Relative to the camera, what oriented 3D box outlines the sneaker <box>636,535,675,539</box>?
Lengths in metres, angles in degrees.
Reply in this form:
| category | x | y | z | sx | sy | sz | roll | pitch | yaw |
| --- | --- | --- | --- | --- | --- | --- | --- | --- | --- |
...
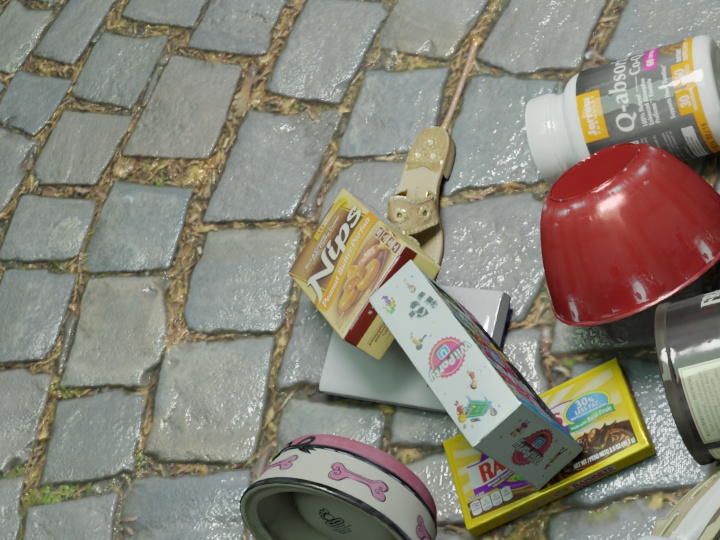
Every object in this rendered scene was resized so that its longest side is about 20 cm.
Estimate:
| category | x | y | z | sx | sy | sz | roll | pitch | yaw |
| --- | --- | --- | --- | --- | --- | --- | --- | --- | --- |
| sneaker | 0.313 | 0.272 | 1.111 | 0.197 | 0.071 | 0.074 | 10 | 101 | 7 |

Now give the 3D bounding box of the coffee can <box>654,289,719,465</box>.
| category | x | y | z | sx | sy | sz | roll | pitch | yaw |
| --- | --- | --- | --- | --- | --- | --- | --- | --- | --- |
| coffee can | 0.373 | 0.075 | 1.178 | 0.198 | 0.146 | 0.148 | -17 | 56 | 24 |

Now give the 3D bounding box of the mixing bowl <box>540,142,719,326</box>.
| category | x | y | z | sx | sy | sz | roll | pitch | yaw |
| --- | --- | --- | --- | --- | --- | --- | --- | --- | --- |
| mixing bowl | 0.246 | -0.049 | 1.294 | 0.199 | 0.109 | 0.200 | -30 | 17 | 11 |

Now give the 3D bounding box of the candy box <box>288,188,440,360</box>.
| category | x | y | z | sx | sy | sz | roll | pitch | yaw |
| --- | --- | --- | --- | --- | --- | --- | --- | --- | --- |
| candy box | 0.000 | 0.000 | 1.441 | 0.116 | 0.055 | 0.200 | -56 | 28 | 6 |

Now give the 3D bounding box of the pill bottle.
| category | x | y | z | sx | sy | sz | roll | pitch | yaw |
| --- | --- | --- | --- | --- | --- | --- | --- | --- | --- |
| pill bottle | 0.276 | -0.157 | 1.391 | 0.198 | 0.116 | 0.118 | -15 | 57 | 26 |

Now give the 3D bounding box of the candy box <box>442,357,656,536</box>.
| category | x | y | z | sx | sy | sz | roll | pitch | yaw |
| --- | --- | --- | --- | --- | --- | --- | --- | --- | --- |
| candy box | 0.180 | 0.172 | 1.329 | 0.198 | 0.026 | 0.103 | -29 | 50 | 17 |

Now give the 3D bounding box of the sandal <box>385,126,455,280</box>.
| category | x | y | z | sx | sy | sz | roll | pitch | yaw |
| --- | --- | --- | --- | --- | --- | --- | --- | --- | --- |
| sandal | 0.053 | -0.075 | 1.522 | 0.077 | 0.070 | 0.214 | -2 | 64 | 32 |

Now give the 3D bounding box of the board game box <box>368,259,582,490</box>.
| category | x | y | z | sx | sy | sz | roll | pitch | yaw |
| --- | --- | --- | --- | --- | --- | --- | --- | --- | --- |
| board game box | 0.108 | 0.100 | 1.299 | 0.064 | 0.147 | 0.201 | -42 | 52 | 8 |

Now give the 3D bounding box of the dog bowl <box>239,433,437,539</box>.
| category | x | y | z | sx | sy | sz | roll | pitch | yaw |
| --- | --- | --- | --- | --- | --- | --- | --- | --- | --- |
| dog bowl | -0.013 | 0.237 | 1.319 | 0.198 | 0.201 | 0.074 | 1 | 47 | 34 |

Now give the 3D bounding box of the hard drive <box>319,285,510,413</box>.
| category | x | y | z | sx | sy | sz | roll | pitch | yaw |
| --- | --- | --- | --- | --- | --- | --- | --- | --- | --- |
| hard drive | 0.056 | 0.079 | 1.455 | 0.198 | 0.025 | 0.134 | 5 | 74 | 35 |

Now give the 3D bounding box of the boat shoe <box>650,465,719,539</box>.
| category | x | y | z | sx | sy | sz | roll | pitch | yaw |
| --- | --- | --- | --- | --- | --- | --- | --- | --- | --- |
| boat shoe | 0.286 | 0.253 | 1.191 | 0.200 | 0.075 | 0.069 | -48 | 21 | 10 |
